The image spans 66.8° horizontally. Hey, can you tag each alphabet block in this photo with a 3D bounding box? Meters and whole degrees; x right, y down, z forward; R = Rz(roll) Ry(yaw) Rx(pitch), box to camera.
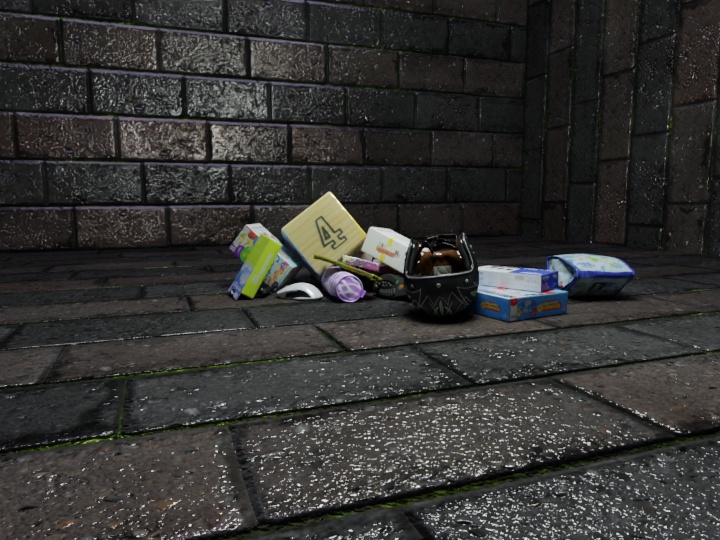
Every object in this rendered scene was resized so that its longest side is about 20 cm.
[{"bbox_3d":[-0.115,-0.100,1.766,0.200,0.196,0.195,-39,-4,-9],"label":"alphabet block"}]

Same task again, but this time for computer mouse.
[{"bbox_3d":[-0.200,0.055,1.584,0.200,0.044,0.110,3,7,24],"label":"computer mouse"}]

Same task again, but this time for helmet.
[{"bbox_3d":[0.193,0.017,1.313,0.200,0.191,0.200,0,-26,0],"label":"helmet"}]

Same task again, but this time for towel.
[{"bbox_3d":[-0.035,-0.005,1.569,0.200,0.018,0.086,20,-2,24],"label":"towel"}]

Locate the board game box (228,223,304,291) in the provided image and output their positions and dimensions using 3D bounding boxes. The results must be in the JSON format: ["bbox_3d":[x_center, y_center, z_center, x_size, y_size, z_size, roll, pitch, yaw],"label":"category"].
[{"bbox_3d":[-0.295,-0.044,1.724,0.200,0.103,0.105,42,15,7],"label":"board game box"}]

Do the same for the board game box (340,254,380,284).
[{"bbox_3d":[0.000,0.000,1.711,0.120,0.032,0.200,10,-13,4],"label":"board game box"}]

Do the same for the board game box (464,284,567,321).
[{"bbox_3d":[0.376,0.074,1.377,0.196,0.056,0.200,-4,8,-28],"label":"board game box"}]

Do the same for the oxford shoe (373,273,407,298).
[{"bbox_3d":[0.121,0.054,1.559,0.200,0.073,0.084,4,-15,43],"label":"oxford shoe"}]

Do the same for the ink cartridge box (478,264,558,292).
[{"bbox_3d":[0.395,0.018,1.411,0.200,0.044,0.094,7,12,44],"label":"ink cartridge box"}]

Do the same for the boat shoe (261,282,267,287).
[{"bbox_3d":[-0.321,0.017,1.814,0.074,0.067,0.200,33,17,-21],"label":"boat shoe"}]

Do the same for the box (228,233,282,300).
[{"bbox_3d":[-0.309,-0.006,1.597,0.048,0.200,0.122,30,-2,-27],"label":"box"}]

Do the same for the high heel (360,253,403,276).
[{"bbox_3d":[0.096,-0.003,1.784,0.200,0.067,0.096,16,-32,16],"label":"high heel"}]

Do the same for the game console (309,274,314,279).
[{"bbox_3d":[-0.056,0.022,1.936,0.176,0.116,0.200,29,-5,-24],"label":"game console"}]

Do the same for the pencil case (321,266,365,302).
[{"bbox_3d":[-0.055,0.041,1.579,0.085,0.084,0.200,32,-1,-17],"label":"pencil case"}]

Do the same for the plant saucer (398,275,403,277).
[{"bbox_3d":[0.174,0.041,1.715,0.200,0.035,0.200,-1,7,0],"label":"plant saucer"}]

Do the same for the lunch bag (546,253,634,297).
[{"bbox_3d":[0.654,0.012,1.571,0.170,0.128,0.200,-1,-2,-6],"label":"lunch bag"}]

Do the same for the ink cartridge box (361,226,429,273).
[{"bbox_3d":[0.125,-0.052,1.654,0.200,0.083,0.145,30,15,30],"label":"ink cartridge box"}]
